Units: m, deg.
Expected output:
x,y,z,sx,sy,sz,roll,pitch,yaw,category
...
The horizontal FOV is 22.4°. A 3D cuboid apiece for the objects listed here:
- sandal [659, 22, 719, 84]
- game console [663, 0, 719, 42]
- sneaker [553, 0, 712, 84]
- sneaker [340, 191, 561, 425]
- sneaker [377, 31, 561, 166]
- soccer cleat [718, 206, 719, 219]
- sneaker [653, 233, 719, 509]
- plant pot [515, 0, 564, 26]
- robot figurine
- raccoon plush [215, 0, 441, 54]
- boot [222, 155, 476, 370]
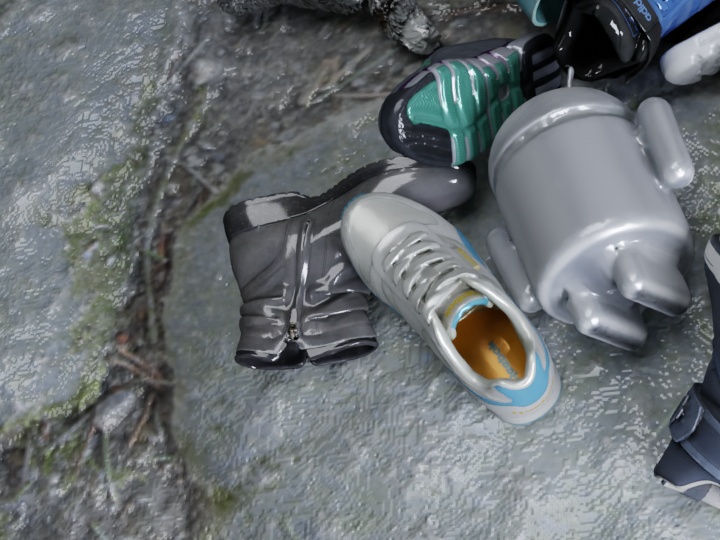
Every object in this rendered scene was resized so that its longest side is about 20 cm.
x,y,z,sx,sy,sz,roll,pitch,yaw,category
0.300,-0.198,1.286,0.202,0.082,0.050,-27,78,7,sandal
0.287,-0.286,1.391,0.175,0.117,0.201,-8,52,-18,game console
0.212,-0.200,1.264,0.200,0.077,0.111,-37,5,45,sneaker
0.060,0.014,1.234,0.076,0.081,0.200,-44,70,-3,sneaker
0.061,-0.124,1.318,0.087,0.075,0.200,8,21,39,sneaker
0.315,-0.026,1.148,0.086,0.070,0.200,-47,38,-16,soccer cleat
0.235,0.068,1.158,0.077,0.147,0.202,20,21,-6,sneaker
0.141,-0.301,1.284,0.200,0.201,0.161,-41,80,-5,plant pot
0.154,-0.043,1.238,0.169,0.113,0.201,-38,50,26,robot figurine
-0.044,-0.218,1.448,0.134,0.097,0.200,-39,53,6,raccoon plush
0.000,0.000,1.316,0.199,0.070,0.132,-17,65,13,boot
